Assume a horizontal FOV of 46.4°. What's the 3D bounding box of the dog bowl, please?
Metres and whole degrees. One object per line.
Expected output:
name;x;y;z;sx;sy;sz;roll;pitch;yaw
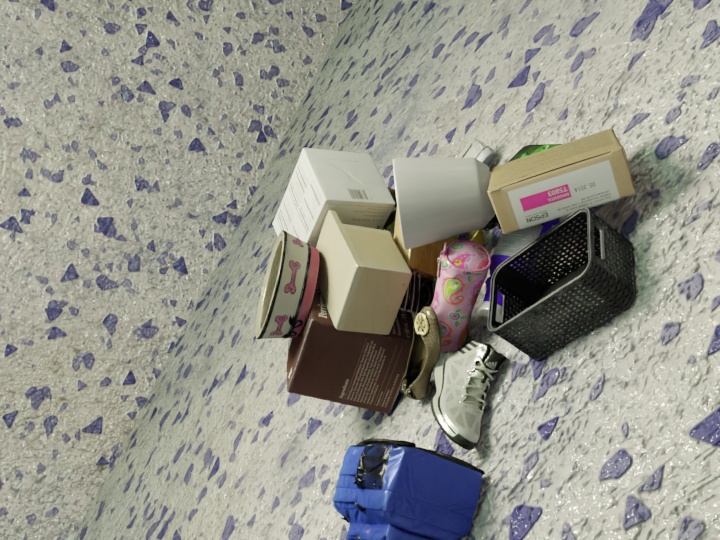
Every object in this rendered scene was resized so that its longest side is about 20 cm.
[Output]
dog bowl;-0.131;0.033;1.518;0.200;0.073;0.201;-166;90;-77

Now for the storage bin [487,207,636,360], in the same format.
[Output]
storage bin;0.287;0.022;1.211;0.200;0.094;0.136;-40;26;41

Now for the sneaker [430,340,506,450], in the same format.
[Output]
sneaker;0.169;0.174;1.283;0.115;0.075;0.201;-50;19;24

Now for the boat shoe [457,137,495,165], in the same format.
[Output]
boat shoe;0.193;-0.184;1.743;0.200;0.065;0.074;-49;-19;1

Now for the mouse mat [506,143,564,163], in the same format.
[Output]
mouse mat;0.278;-0.161;1.459;0.200;0.008;0.161;-42;25;-20

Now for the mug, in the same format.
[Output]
mug;0.137;-0.128;1.380;0.152;0.150;0.187;-8;31;6

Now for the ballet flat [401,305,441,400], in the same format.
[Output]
ballet flat;0.098;0.143;1.397;0.068;0.046;0.201;-113;22;-45

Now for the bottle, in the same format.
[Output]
bottle;0.254;-0.013;1.367;0.083;0.065;0.201;10;68;43

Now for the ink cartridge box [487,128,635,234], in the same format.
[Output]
ink cartridge box;0.299;-0.137;1.266;0.199;0.075;0.165;-17;16;17

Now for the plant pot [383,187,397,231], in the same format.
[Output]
plant pot;0.054;-0.093;1.746;0.188;0.186;0.200;-60;12;-7

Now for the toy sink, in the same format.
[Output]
toy sink;0.000;0.000;1.485;0.200;0.111;0.131;-118;41;-54

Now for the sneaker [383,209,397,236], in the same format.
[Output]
sneaker;0.139;-0.101;1.604;0.199;0.083;0.072;-29;-15;15

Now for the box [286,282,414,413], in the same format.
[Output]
box;-0.020;0.135;1.548;0.166;0.199;0.165;-99;26;-60

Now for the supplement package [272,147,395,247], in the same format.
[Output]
supplement package;-0.056;-0.109;1.637;0.200;0.151;0.151;-62;39;39

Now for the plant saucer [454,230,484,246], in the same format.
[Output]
plant saucer;0.158;-0.014;1.630;0.200;0.048;0.200;-56;20;6

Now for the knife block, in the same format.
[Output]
knife block;0.089;-0.023;1.494;0.175;0.201;0.064;-35;5;-35

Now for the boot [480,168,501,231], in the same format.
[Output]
boot;0.237;-0.125;1.520;0.132;0.070;0.200;-42;13;-21

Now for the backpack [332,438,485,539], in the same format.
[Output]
backpack;0.046;0.329;1.215;0.200;0.162;0.169;-13;51;61

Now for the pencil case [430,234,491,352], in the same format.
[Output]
pencil case;0.155;0.042;1.386;0.088;0.087;0.201;-82;2;-50
